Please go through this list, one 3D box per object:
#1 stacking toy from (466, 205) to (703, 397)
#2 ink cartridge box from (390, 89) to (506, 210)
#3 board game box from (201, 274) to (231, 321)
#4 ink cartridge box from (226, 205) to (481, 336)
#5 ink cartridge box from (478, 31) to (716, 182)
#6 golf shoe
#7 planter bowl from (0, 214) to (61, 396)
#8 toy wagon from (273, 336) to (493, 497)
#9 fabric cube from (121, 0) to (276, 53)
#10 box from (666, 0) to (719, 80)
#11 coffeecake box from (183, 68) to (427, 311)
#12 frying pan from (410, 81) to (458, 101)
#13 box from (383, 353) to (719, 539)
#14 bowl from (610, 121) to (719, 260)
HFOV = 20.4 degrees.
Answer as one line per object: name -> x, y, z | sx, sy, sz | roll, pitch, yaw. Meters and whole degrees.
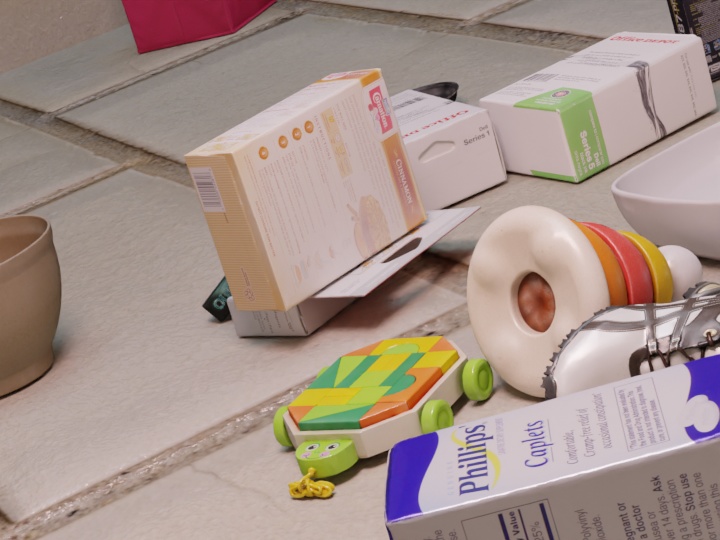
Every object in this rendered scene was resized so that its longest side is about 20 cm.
stacking toy -> 0.194, 0.014, 1.574 | 0.199, 0.148, 0.145 | -10, 9, -41
ink cartridge box -> 0.044, -0.120, 2.119 | 0.145, 0.085, 0.200 | -24, 20, -17
board game box -> -0.080, -0.042, 1.982 | 0.136, 0.028, 0.200 | -51, 2, 28
ink cartridge box -> 0.000, 0.000, 1.878 | 0.172, 0.044, 0.200 | -1, 25, 40
ink cartridge box -> 0.248, -0.173, 2.082 | 0.199, 0.085, 0.145 | -27, 21, -25
golf shoe -> 0.226, 0.060, 1.439 | 0.199, 0.078, 0.094 | -24, 19, -15
planter bowl -> -0.374, 0.047, 1.945 | 0.198, 0.136, 0.200 | -16, 18, 5
toy wagon -> 0.005, 0.111, 1.556 | 0.154, 0.040, 0.200 | -5, 22, 34
fabric cube -> -0.286, -0.504, 3.362 | 0.198, 0.201, 0.196 | -9, 21, 25
box -> 0.433, -0.315, 2.198 | 0.198, 0.163, 0.049 | -22, 18, -12
coffeecake box -> -0.046, -0.075, 1.823 | 0.073, 0.155, 0.199 | 1, 25, 47
frying pan -> 0.032, -0.184, 2.404 | 0.188, 0.031, 0.115 | -21, 18, 2
box -> 0.130, 0.164, 1.052 | 0.198, 0.185, 0.105 | -15, 19, 6
bowl -> 0.337, -0.069, 1.712 | 0.199, 0.075, 0.199 | -27, 21, -27
